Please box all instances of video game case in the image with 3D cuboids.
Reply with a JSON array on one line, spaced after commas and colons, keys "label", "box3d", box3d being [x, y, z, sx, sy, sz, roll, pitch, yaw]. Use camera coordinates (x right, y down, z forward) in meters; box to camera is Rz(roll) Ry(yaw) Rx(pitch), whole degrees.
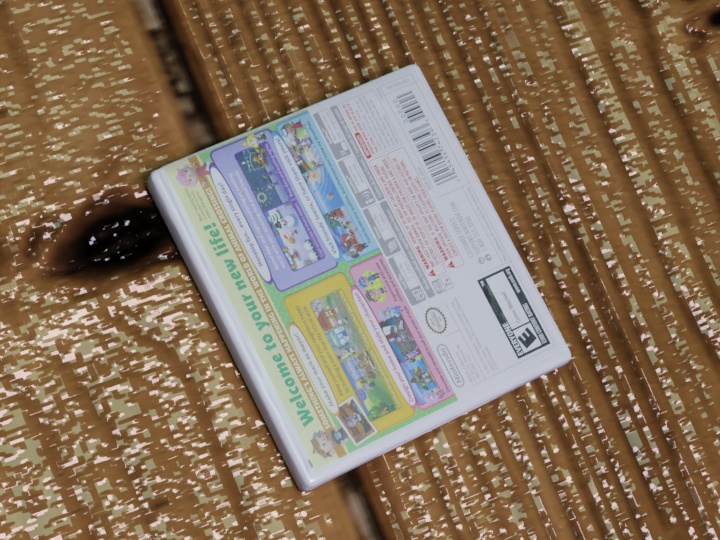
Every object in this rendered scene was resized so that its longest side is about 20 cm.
[{"label": "video game case", "box3d": [0.000, 0.000, 1.187, 0.181, 0.022, 0.201, -24, 80, -22]}]
